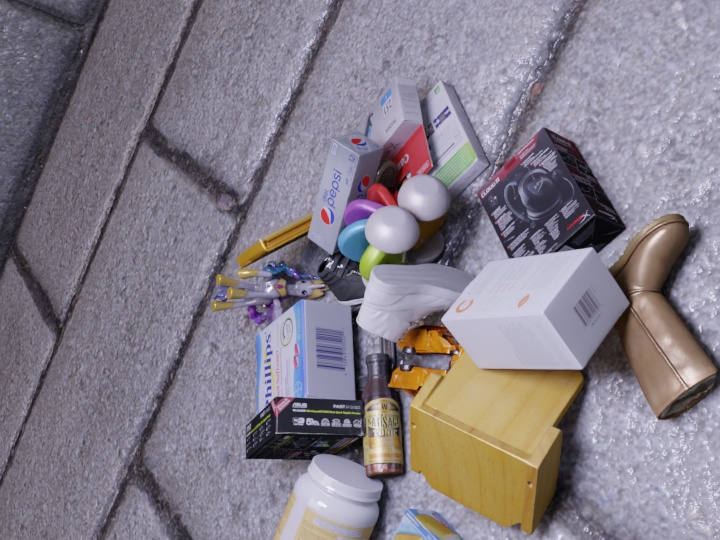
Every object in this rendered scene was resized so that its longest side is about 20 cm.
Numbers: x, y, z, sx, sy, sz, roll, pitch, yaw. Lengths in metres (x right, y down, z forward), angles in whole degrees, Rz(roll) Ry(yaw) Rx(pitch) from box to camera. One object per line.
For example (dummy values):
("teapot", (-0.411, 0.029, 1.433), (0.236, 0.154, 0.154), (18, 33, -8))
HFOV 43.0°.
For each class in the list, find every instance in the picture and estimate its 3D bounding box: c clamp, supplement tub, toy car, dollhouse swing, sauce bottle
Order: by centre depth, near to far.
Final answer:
("dollhouse swing", (0.199, 0.217, 1.282), (0.200, 0.176, 0.182), (21, 131, 31))
("toy car", (0.046, -0.070, 1.457), (0.150, 0.200, 0.175), (33, 149, 20))
("supplement tub", (-0.057, 0.415, 1.476), (0.145, 0.145, 0.200), (31, 101, 51))
("sauce bottle", (0.032, 0.236, 1.492), (0.066, 0.066, 0.200), (-25, 63, 43))
("c clamp", (-0.002, 0.140, 1.604), (0.171, 0.027, 0.200), (-17, 64, 46))

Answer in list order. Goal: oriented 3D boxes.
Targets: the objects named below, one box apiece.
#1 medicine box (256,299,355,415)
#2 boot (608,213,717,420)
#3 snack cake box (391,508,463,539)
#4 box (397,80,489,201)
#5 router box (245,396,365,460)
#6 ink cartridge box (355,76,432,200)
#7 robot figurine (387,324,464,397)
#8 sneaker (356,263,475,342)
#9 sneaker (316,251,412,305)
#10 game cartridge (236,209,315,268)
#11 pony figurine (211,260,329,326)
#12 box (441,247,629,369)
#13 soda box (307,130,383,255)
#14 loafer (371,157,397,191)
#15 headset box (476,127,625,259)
("medicine box", (-0.101, 0.174, 1.627), (0.200, 0.103, 0.182), (-37, 49, 50))
("boot", (0.388, 0.056, 1.138), (0.175, 0.066, 0.200), (-58, 38, 37))
("snack cake box", (0.120, 0.449, 1.312), (0.200, 0.067, 0.115), (37, 105, 50))
("box", (0.132, -0.207, 1.564), (0.144, 0.036, 0.200), (-45, 45, 32))
("router box", (-0.096, 0.267, 1.526), (0.200, 0.150, 0.062), (134, 138, -58))
("ink cartridge box", (0.050, -0.209, 1.601), (0.200, 0.045, 0.176), (132, 134, -54))
("robot figurine", (0.127, 0.143, 1.422), (0.200, 0.058, 0.145), (-1, 76, 51))
("sneaker", (0.089, 0.054, 1.410), (0.116, 0.200, 0.074), (-69, 30, 31))
("sneaker", (0.000, 0.000, 1.585), (0.200, 0.099, 0.071), (-19, 35, 47))
("game cartridge", (-0.131, -0.065, 1.692), (0.032, 0.176, 0.200), (61, 158, 0))
("pony figurine", (-0.180, 0.048, 1.753), (0.193, 0.200, 0.167), (-32, 59, 59))
("box", (0.225, 0.054, 1.196), (0.124, 0.098, 0.200), (-47, 20, -26))
("soda box", (-0.027, -0.130, 1.541), (0.063, 0.068, 0.200), (35, 128, 25))
("loafer", (0.009, -0.123, 1.613), (0.067, 0.076, 0.200), (45, 132, 28))
("headset box", (0.266, -0.095, 1.325), (0.149, 0.077, 0.200), (-46, 45, 30))
